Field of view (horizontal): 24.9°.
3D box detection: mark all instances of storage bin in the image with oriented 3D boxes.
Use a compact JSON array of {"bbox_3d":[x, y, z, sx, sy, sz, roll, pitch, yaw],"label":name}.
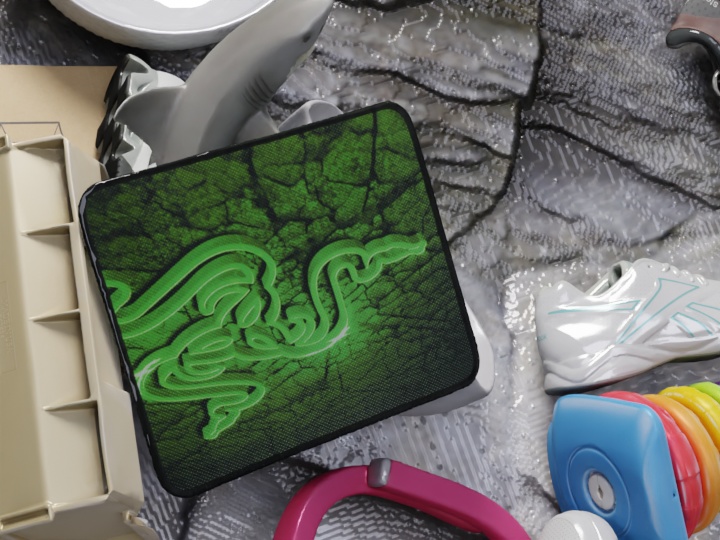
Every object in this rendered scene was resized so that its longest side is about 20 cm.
[{"bbox_3d":[-0.209,0.054,0.828,0.198,0.094,0.200,-16,69,14],"label":"storage bin"}]

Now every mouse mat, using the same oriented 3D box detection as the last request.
[{"bbox_3d":[-0.035,0.010,0.835,0.200,0.008,0.161,-19,95,-29],"label":"mouse mat"}]

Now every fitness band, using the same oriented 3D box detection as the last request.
[{"bbox_3d":[0.034,0.197,0.997,0.200,0.037,0.144,25,65,-29],"label":"fitness band"}]

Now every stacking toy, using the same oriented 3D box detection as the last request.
[{"bbox_3d":[0.231,0.111,1.069,0.200,0.110,0.116,-19,100,-29],"label":"stacking toy"}]

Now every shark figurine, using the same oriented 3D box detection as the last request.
[{"bbox_3d":[-0.096,-0.051,0.873,0.089,0.128,0.215,22,75,-47],"label":"shark figurine"}]

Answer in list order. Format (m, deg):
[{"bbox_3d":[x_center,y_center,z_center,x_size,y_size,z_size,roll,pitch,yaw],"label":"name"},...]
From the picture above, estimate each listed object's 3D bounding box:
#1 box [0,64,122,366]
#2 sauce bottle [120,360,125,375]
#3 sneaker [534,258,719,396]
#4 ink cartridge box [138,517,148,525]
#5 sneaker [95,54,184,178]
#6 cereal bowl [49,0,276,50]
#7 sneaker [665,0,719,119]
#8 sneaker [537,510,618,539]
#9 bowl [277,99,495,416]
[{"bbox_3d":[-0.188,-0.034,0.969,0.163,0.021,0.200,-4,65,-32],"label":"box"},{"bbox_3d":[-0.229,0.012,0.974,0.200,0.066,0.066,41,72,-3],"label":"sauce bottle"},{"bbox_3d":[0.209,0.026,1.088,0.200,0.070,0.080,-11,80,-16],"label":"sneaker"},{"bbox_3d":[-0.234,0.197,0.923,0.200,0.083,0.145,11,76,-12],"label":"ink cartridge box"},{"bbox_3d":[-0.113,-0.034,0.952,0.088,0.074,0.200,20,55,-21],"label":"sneaker"},{"bbox_3d":[-0.129,-0.230,1.037,0.200,0.083,0.200,3,78,-14],"label":"cereal bowl"},{"bbox_3d":[0.295,-0.121,1.152,0.200,0.077,0.082,43,99,-3],"label":"sneaker"},{"bbox_3d":[0.087,0.227,0.965,0.115,0.074,0.200,26,69,-33],"label":"sneaker"},{"bbox_3d":[0.000,0.000,0.981,0.075,0.200,0.200,-34,93,9],"label":"bowl"}]
